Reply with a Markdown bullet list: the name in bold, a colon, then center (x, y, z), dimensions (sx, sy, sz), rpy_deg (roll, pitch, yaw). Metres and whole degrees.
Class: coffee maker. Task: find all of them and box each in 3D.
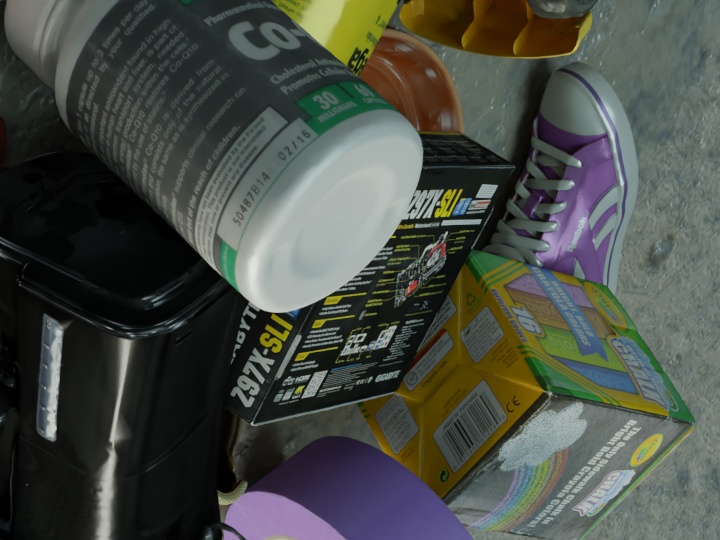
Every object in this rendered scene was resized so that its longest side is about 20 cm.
- **coffee maker**: center (-0.113, 0.059, 1.196), dimensions (0.135, 0.191, 0.201), rpy_deg (-77, 180, -50)

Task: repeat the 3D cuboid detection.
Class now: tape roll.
- **tape roll**: center (0.006, 0.202, 1.420), dimensions (0.065, 0.200, 0.201), rpy_deg (-33, 132, -30)

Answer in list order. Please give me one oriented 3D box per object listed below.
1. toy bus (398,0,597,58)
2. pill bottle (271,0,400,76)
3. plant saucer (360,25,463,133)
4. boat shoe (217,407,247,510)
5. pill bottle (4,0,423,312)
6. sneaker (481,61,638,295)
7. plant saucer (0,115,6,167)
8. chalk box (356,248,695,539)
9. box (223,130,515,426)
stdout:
- **toy bus**: center (0.092, -0.251, 1.332), dimensions (0.192, 0.135, 0.201), rpy_deg (-50, 138, -35)
- **pill bottle**: center (-0.057, -0.115, 1.247), dimensions (0.112, 0.112, 0.201), rpy_deg (29, 89, -50)
- **plant saucer**: center (-0.019, -0.050, 1.387), dimensions (0.200, 0.032, 0.202), rpy_deg (-24, 127, -36)
- **boat shoe**: center (-0.104, 0.120, 1.354), dimensions (0.074, 0.075, 0.204), rpy_deg (-14, 120, -42)
- **pill bottle**: center (-0.074, -0.082, 1.123), dimensions (0.113, 0.200, 0.113), rpy_deg (-37, 153, -22)
- **sneaker**: center (0.116, -0.029, 1.515), dimensions (0.114, 0.072, 0.202), rpy_deg (-24, 127, -34)
- **plant saucer**: center (-0.266, 0.014, 1.153), dimensions (0.199, 0.037, 0.201), rpy_deg (4, 107, -47)
- **chalk box**: center (0.113, 0.083, 1.467), dimensions (0.199, 0.124, 0.125), rpy_deg (15, 126, -48)
- **box**: center (0.000, 0.000, 1.314), dimensions (0.160, 0.049, 0.200), rpy_deg (-64, 160, 14)
